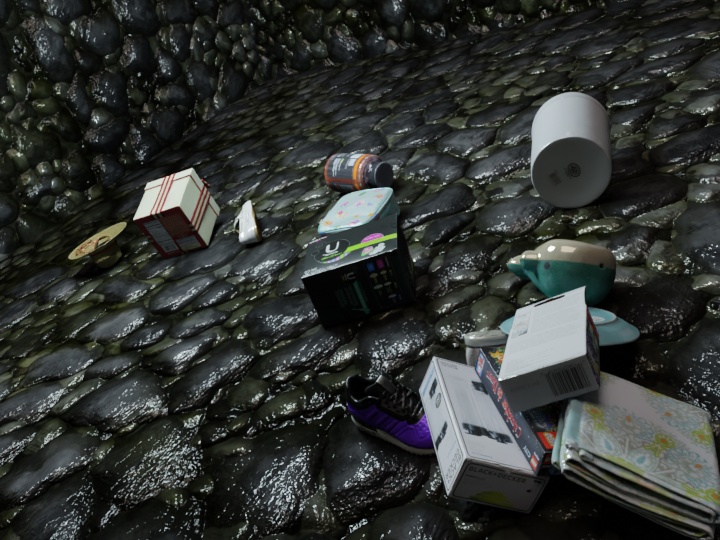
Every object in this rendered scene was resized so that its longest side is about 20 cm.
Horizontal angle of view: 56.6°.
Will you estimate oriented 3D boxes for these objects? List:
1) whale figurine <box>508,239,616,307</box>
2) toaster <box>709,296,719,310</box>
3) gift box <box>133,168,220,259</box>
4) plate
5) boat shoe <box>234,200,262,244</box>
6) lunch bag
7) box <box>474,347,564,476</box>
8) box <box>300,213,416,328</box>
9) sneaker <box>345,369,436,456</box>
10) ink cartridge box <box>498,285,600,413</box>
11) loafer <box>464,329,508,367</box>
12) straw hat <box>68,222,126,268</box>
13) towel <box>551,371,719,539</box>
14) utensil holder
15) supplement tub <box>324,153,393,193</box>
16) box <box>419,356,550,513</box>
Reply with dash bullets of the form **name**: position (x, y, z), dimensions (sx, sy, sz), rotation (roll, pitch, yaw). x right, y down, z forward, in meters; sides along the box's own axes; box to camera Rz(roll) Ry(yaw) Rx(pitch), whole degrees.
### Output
- **whale figurine**: position (0.325, 0.011, 1.101), dimensions (0.156, 0.107, 0.199), rotation (10, -6, -25)
- **toaster**: position (0.579, 0.001, 0.901), dimensions (0.199, 0.116, 0.128), rotation (-35, 33, -27)
- **gift box**: position (-0.521, -0.158, 1.924), dimensions (0.180, 0.202, 0.190), rotation (-10, 45, 14)
- **plate**: position (0.303, 0.075, 0.975), dimensions (0.195, 0.026, 0.200), rotation (-1, 7, 0)
- **boat shoe**: position (-0.316, -0.132, 1.836), dimensions (0.068, 0.072, 0.201), rotation (-21, 29, -2)
- **lunch bag**: position (0.001, -0.116, 1.570), dimensions (0.157, 0.078, 0.201), rotation (-3, 34, 30)
- **box**: position (0.245, 0.172, 0.853), dimensions (0.133, 0.038, 0.201), rotation (2, 29, -16)
- **box**: position (0.000, 0.000, 1.318), dimensions (0.196, 0.126, 0.150), rotation (-18, 28, 12)
- **sneaker**: position (0.052, 0.195, 0.960), dimensions (0.197, 0.101, 0.070), rotation (5, 38, 38)
- **ink cartridge box**: position (0.242, 0.094, 0.843), dimensions (0.107, 0.051, 0.200), rotation (-22, 12, 26)
- **loafer**: position (0.254, 0.121, 0.997), dimensions (0.194, 0.065, 0.072), rotation (-2, 4, 4)
- **straw hat**: position (-0.775, -0.057, 2.029), dimensions (0.197, 0.086, 0.202), rotation (-23, 24, 11)
- **towel**: position (0.308, 0.192, 0.749), dimensions (0.168, 0.049, 0.200), rotation (22, 30, 13)
- **utensil holder**: position (0.437, -0.249, 1.385), dimensions (0.166, 0.173, 0.202), rotation (-9, 32, 22)
- **supplement tub**: position (-0.002, -0.257, 1.786), dimensions (0.106, 0.109, 0.198), rotation (-38, 32, -29)
- **box**: position (0.150, 0.204, 0.858), dimensions (0.114, 0.061, 0.201), rotation (15, 25, -15)
